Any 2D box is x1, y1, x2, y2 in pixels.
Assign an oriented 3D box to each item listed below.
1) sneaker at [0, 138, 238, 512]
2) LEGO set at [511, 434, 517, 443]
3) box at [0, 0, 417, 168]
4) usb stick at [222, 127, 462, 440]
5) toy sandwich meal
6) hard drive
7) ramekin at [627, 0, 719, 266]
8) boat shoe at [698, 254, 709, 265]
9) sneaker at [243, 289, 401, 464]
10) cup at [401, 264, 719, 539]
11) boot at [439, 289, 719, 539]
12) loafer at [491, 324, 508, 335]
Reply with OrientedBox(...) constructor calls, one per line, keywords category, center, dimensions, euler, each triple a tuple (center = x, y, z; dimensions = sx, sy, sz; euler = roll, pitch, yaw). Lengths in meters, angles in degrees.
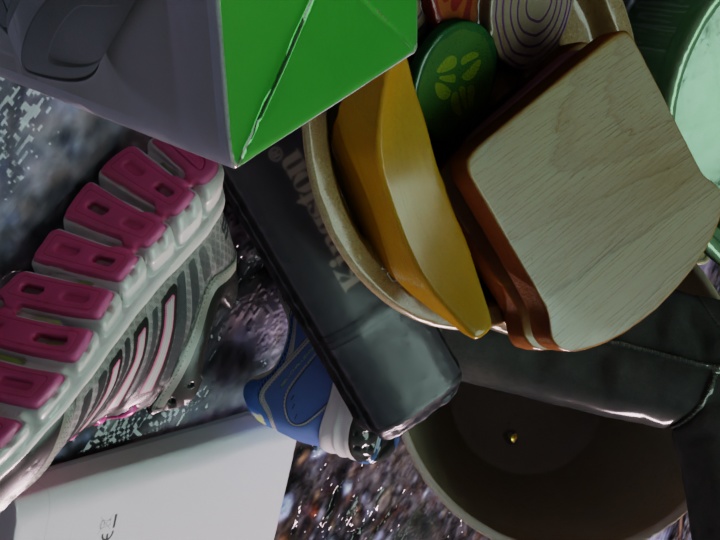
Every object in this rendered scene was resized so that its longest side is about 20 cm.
OrientedBox(category="sneaker", center=(-0.111, 0.040, 0.601), dimensions=(0.200, 0.073, 0.088), euler=(-55, 142, -30))
OrientedBox(category="LEGO set", center=(0.166, 0.088, 1.046), dimensions=(0.200, 0.116, 0.154), euler=(-48, 150, -3))
OrientedBox(category="box", center=(-0.077, -0.159, 0.423), dimensions=(0.097, 0.176, 0.201), euler=(-38, 139, -41))
OrientedBox(category="usb stick", center=(-0.019, -0.017, 0.654), dimensions=(0.055, 0.033, 0.201), euler=(-31, 106, -5))
OrientedBox(category="toy sandwich meal", center=(0.066, -0.059, 0.610), dimensions=(0.204, 0.070, 0.207), euler=(-6, 100, -35))
OrientedBox(category="hard drive", center=(-0.111, 0.145, 0.720), dimensions=(0.200, 0.027, 0.133), euler=(-9, 117, -55))
OrientedBox(category="ramekin", center=(0.236, -0.096, 0.846), dimensions=(0.199, 0.098, 0.201), euler=(-5, 105, -19))
OrientedBox(category="boat shoe", center=(0.199, -0.028, 0.960), dimensions=(0.200, 0.069, 0.075), euler=(-38, 174, 23))
OrientedBox(category="sneaker", center=(0.000, 0.000, 0.760), dimensions=(0.076, 0.077, 0.201), euler=(71, 33, -50))
OrientedBox(category="cup", center=(0.111, 0.070, 0.894), dimensions=(0.201, 0.200, 0.143), euler=(-62, 179, -10))
OrientedBox(category="boot", center=(0.131, 0.070, 0.787), dimensions=(0.073, 0.199, 0.183), euler=(123, -18, -64))
OrientedBox(category="loafer", center=(0.060, -0.024, 0.697), dimensions=(0.200, 0.067, 0.076), euler=(35, 79, -35))
